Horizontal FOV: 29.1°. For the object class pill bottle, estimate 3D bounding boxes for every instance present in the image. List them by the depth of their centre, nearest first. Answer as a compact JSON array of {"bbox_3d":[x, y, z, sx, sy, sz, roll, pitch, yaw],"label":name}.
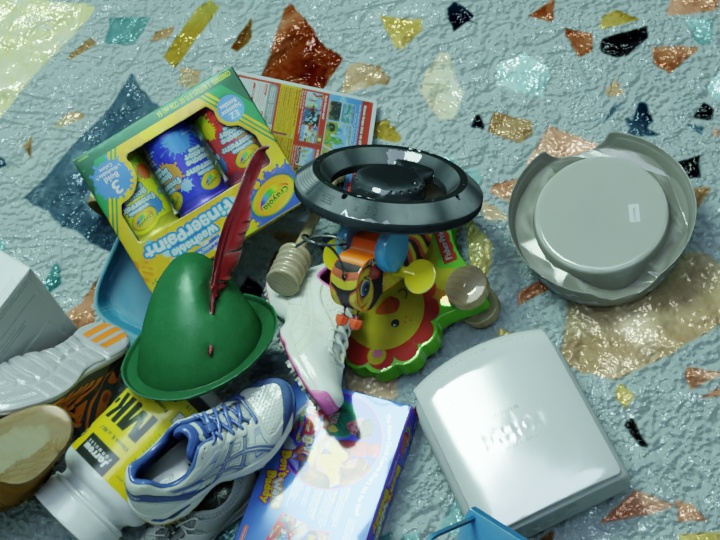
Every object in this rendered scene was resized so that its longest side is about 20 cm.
[{"bbox_3d":[-0.234,0.193,1.450,0.114,0.114,0.200,37,75,26],"label":"pill bottle"}]

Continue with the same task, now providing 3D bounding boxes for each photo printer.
[{"bbox_3d":[0.155,0.163,1.404,0.166,0.070,0.201,-25,60,-1],"label":"photo printer"}]

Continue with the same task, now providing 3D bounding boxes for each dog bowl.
[{"bbox_3d":[0.261,-0.051,1.501,0.199,0.059,0.201,-5,62,10],"label":"dog bowl"}]

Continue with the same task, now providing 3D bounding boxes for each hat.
[{"bbox_3d":[-0.180,0.002,1.396,0.165,0.177,0.200,2,37,27],"label":"hat"}]

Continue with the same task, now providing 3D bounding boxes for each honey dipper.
[{"bbox_3d":[-0.055,-0.052,1.523,0.038,0.038,0.201,6,43,15],"label":"honey dipper"}]

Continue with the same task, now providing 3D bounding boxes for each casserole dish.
[{"bbox_3d":[-0.217,-0.009,1.556,0.121,0.039,0.201,25,91,-4],"label":"casserole dish"}]

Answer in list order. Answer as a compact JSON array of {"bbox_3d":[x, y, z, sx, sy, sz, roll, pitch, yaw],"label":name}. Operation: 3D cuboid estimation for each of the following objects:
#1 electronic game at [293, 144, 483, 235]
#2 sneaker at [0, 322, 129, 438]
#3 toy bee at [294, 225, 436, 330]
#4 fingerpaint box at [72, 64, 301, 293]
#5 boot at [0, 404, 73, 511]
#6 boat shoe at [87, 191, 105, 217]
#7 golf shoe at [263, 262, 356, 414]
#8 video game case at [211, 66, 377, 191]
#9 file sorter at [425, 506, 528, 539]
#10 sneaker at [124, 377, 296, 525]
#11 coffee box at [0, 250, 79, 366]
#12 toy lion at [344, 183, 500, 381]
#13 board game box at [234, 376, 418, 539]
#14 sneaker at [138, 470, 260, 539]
[{"bbox_3d":[0.029,-0.084,1.451,0.198,0.042,0.200,5,26,-2],"label":"electronic game"},{"bbox_3d":[-0.324,0.141,1.476,0.077,0.113,0.200,32,35,27],"label":"sneaker"},{"bbox_3d":[0.000,0.000,1.431,0.199,0.109,0.131,-6,20,-34],"label":"toy bee"},{"bbox_3d":[-0.180,-0.097,1.500,0.199,0.073,0.168,-30,93,-1],"label":"fingerpaint box"},{"bbox_3d":[-0.349,0.196,1.440,0.201,0.144,0.071,-37,81,14],"label":"boot"},{"bbox_3d":[-0.221,-0.097,1.626,0.199,0.073,0.064,0,65,18],"label":"boat shoe"},{"bbox_3d":[-0.040,0.062,1.453,0.091,0.075,0.201,-27,44,5],"label":"golf shoe"},{"bbox_3d":[-0.086,-0.155,1.617,0.199,0.017,0.144,11,63,-6],"label":"video game case"},{"bbox_3d":[0.134,0.335,1.257,0.199,0.122,0.140,29,105,24],"label":"file sorter"},{"bbox_3d":[-0.144,0.170,1.368,0.200,0.088,0.075,-40,64,-18],"label":"sneaker"},{"bbox_3d":[-0.447,0.081,1.507,0.197,0.200,0.200,27,71,25],"label":"coffee box"},{"bbox_3d":[0.043,0.015,1.519,0.191,0.069,0.201,-22,59,9],"label":"toy lion"},{"bbox_3d":[-0.035,0.221,1.429,0.134,0.045,0.201,13,66,19],"label":"board game box"},{"bbox_3d":[-0.184,0.259,1.421,0.075,0.082,0.200,33,74,26],"label":"sneaker"}]
